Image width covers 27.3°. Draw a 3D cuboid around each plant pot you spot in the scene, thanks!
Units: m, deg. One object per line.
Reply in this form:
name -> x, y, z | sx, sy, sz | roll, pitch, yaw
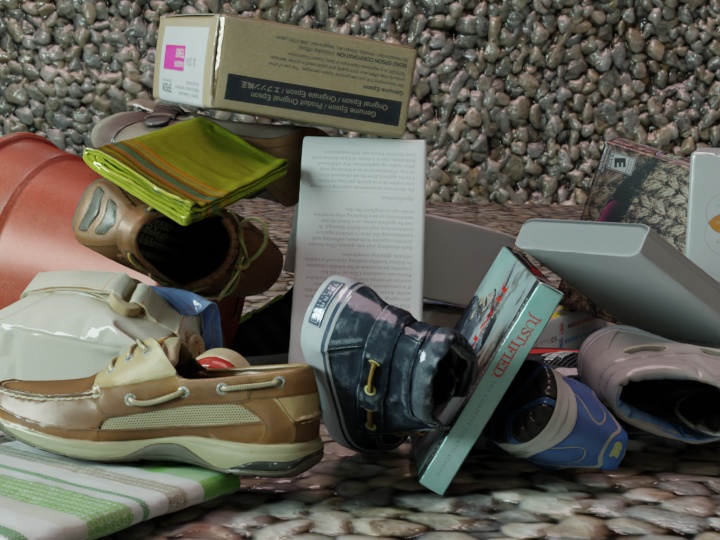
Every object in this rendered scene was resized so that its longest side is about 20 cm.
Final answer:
plant pot -> -0.209, 0.004, 1.198 | 0.194, 0.202, 0.201 | 13, 11, 23

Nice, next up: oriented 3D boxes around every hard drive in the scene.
hard drive -> 0.223, 0.024, 1.082 | 0.200, 0.027, 0.132 | 33, -14, -30

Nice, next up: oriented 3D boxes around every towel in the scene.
towel -> -0.181, 0.129, 0.827 | 0.148, 0.031, 0.200 | 9, 8, 30
towel -> -0.118, -0.077, 1.050 | 0.086, 0.018, 0.200 | 32, 19, 7

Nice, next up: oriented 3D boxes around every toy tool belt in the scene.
toy tool belt -> -0.147, 0.056, 1.021 | 0.199, 0.126, 0.123 | 5, 16, 19

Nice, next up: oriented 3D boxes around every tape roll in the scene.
tape roll -> 0.035, -0.014, 1.313 | 0.201, 0.071, 0.202 | 11, -2, 0

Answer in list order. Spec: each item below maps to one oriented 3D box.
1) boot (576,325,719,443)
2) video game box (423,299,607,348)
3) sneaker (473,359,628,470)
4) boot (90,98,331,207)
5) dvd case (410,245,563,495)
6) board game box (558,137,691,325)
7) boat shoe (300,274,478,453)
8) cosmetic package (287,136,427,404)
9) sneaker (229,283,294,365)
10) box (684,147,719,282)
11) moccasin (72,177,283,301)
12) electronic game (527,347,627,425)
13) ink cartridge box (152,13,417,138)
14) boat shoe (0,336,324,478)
boot -> 0.248, 0.092, 1.003 | 0.199, 0.074, 0.096 | 10, 16, -8
video game box -> 0.115, 0.049, 1.437 | 0.199, 0.047, 0.182 | 6, 11, 29
sneaker -> 0.113, 0.100, 0.999 | 0.077, 0.076, 0.200 | 27, -1, -12
boot -> -0.121, -0.105, 1.221 | 0.145, 0.071, 0.200 | 21, 15, 18
dvd case -> 0.078, 0.059, 0.989 | 0.022, 0.147, 0.200 | 30, 7, -5
board game box -> 0.301, -0.017, 1.366 | 0.199, 0.161, 0.097 | 18, 12, 14
boat shoe -> 0.026, 0.079, 0.922 | 0.090, 0.071, 0.200 | 24, -19, 22
cosmetic package -> 0.000, 0.000, 1.154 | 0.101, 0.201, 0.071 | 3, -24, 2
sneaker -> -0.066, 0.044, 1.276 | 0.198, 0.083, 0.072 | 1, 7, -2
box -> 0.351, 0.001, 1.245 | 0.151, 0.202, 0.106 | 5, 8, 16
moccasin -> -0.113, -0.017, 1.048 | 0.077, 0.074, 0.201 | 26, -3, 31
electronic game -> 0.164, 0.085, 1.169 | 0.198, 0.042, 0.200 | 1, 8, 0
ink cartridge box -> -0.068, -0.160, 1.206 | 0.164, 0.076, 0.200 | 6, 7, -21
boat shoe -> -0.118, 0.075, 0.887 | 0.198, 0.074, 0.076 | 5, 6, 4
